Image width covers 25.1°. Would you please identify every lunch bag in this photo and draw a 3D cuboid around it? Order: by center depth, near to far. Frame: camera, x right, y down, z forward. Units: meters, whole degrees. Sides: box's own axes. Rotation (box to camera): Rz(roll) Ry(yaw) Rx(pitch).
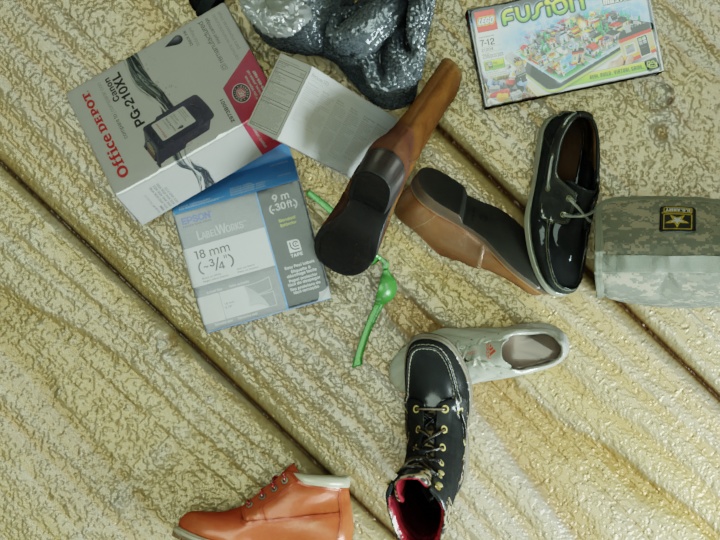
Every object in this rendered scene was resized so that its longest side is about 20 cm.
[{"bbox_3d":[0.325,-0.018,1.680,0.163,0.200,0.118,2,92,9],"label":"lunch bag"}]

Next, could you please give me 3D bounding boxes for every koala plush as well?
[{"bbox_3d":[-0.028,-0.269,1.700,0.199,0.177,0.185,7,103,-4],"label":"koala plush"}]

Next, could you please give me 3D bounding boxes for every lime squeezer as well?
[{"bbox_3d":[0.000,0.000,1.773,0.070,0.038,0.201,-15,92,19],"label":"lime squeezer"}]

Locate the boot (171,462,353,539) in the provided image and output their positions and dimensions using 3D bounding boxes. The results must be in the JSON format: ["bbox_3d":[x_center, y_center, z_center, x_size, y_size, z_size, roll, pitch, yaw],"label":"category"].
[{"bbox_3d":[-0.104,0.262,1.763,0.199,0.075,0.108,4,88,-9],"label":"boot"}]

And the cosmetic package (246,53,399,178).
[{"bbox_3d":[-0.032,-0.153,1.690,0.051,0.200,0.083,29,92,33],"label":"cosmetic package"}]

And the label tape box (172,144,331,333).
[{"bbox_3d":[-0.126,-0.047,1.754,0.144,0.063,0.201,-16,92,0],"label":"label tape box"}]

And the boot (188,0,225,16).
[{"bbox_3d":[-0.183,-0.390,1.741,0.162,0.073,0.199,29,84,-3],"label":"boot"}]

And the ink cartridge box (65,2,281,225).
[{"bbox_3d":[-0.191,-0.165,1.718,0.200,0.084,0.145,-30,67,1],"label":"ink cartridge box"}]

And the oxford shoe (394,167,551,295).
[{"bbox_3d":[0.125,-0.031,1.764,0.200,0.071,0.071,36,128,-8],"label":"oxford shoe"}]

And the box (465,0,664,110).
[{"bbox_3d":[0.222,-0.249,1.764,0.199,0.035,0.111,-12,91,0],"label":"box"}]

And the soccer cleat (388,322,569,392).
[{"bbox_3d":[0.128,0.092,1.752,0.199,0.078,0.070,-11,92,0],"label":"soccer cleat"}]

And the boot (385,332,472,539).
[{"bbox_3d":[0.070,0.183,1.691,0.073,0.151,0.201,3,117,13],"label":"boot"}]

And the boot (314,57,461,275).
[{"bbox_3d":[0.029,-0.109,1.707,0.068,0.189,0.200,25,49,8],"label":"boot"}]

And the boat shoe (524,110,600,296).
[{"bbox_3d":[0.223,-0.073,1.739,0.072,0.068,0.201,6,86,-26],"label":"boat shoe"}]
